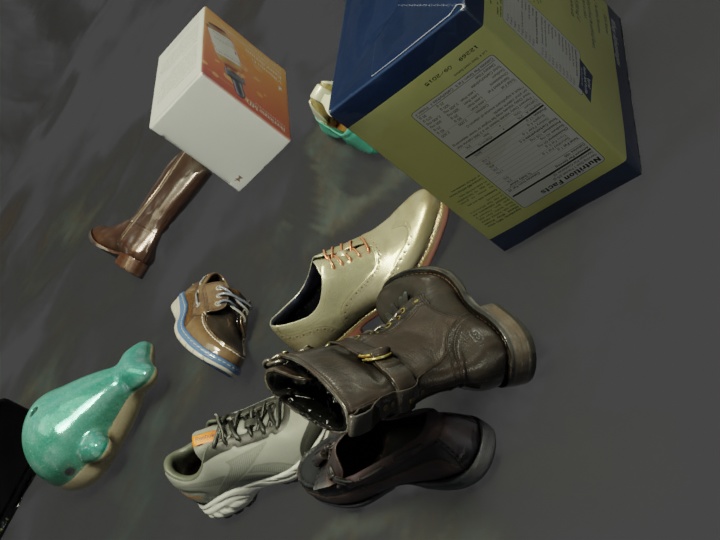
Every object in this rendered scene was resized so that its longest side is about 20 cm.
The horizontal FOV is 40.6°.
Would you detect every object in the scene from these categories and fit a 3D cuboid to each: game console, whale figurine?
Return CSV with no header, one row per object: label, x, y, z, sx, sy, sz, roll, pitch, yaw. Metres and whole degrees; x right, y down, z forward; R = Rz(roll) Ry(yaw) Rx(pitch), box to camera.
game console,-0.505,0.271,1.303,0.176,0.116,0.201,2,61,56
whale figurine,-0.322,0.164,1.155,0.200,0.104,0.159,-48,29,13

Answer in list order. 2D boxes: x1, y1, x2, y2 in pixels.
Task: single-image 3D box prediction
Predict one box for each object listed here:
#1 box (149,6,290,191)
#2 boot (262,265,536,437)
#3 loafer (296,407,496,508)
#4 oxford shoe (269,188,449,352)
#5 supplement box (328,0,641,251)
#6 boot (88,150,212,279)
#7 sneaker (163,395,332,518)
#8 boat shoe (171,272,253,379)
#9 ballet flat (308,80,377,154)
box,-0.185,-0.231,1.304,0.106,0.152,0.200,-41,33,23
boot,0.010,0.054,0.705,0.200,0.173,0.070,23,121,59
loafer,0.011,0.133,0.734,0.200,0.063,0.072,-20,45,46
oxford shoe,0.000,0.000,0.874,0.200,0.074,0.071,-51,29,8
supplement box,0.100,-0.164,0.764,0.134,0.200,0.201,-31,37,36
boot,-0.310,-0.101,1.446,0.186,0.064,0.201,30,89,48
sneaker,-0.096,0.152,0.858,0.200,0.079,0.074,-38,32,26
boat shoe,-0.159,0.049,1.062,0.072,0.072,0.200,-52,29,3
ballet flat,-0.018,-0.183,1.091,0.067,0.070,0.200,-54,29,3
